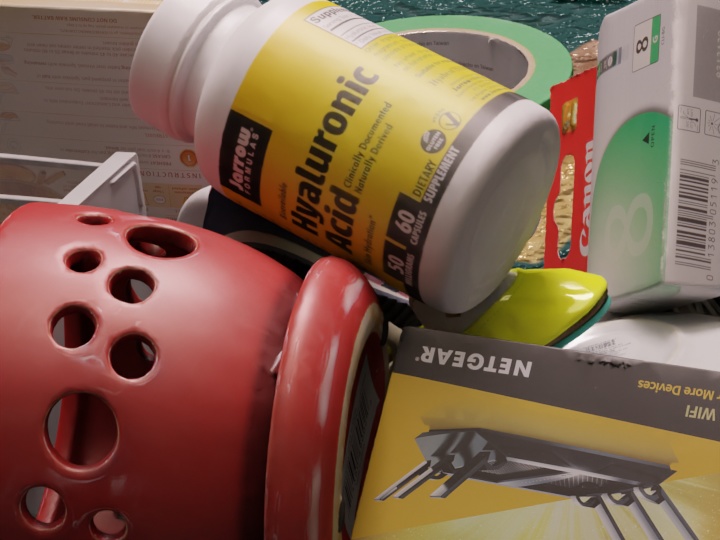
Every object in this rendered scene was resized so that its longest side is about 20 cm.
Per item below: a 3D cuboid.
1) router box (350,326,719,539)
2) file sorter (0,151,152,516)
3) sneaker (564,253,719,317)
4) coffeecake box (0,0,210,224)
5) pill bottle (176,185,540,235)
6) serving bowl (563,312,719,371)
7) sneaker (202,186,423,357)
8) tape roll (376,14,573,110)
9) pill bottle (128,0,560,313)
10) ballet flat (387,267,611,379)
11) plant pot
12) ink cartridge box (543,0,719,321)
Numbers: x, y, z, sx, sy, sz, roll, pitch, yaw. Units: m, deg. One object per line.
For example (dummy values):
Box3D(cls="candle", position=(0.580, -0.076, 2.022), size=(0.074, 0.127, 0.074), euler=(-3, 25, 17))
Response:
Box3D(cls="router box", position=(0.098, 0.119, 1.055), size=(0.199, 0.052, 0.158), euler=(7, 72, 22))
Box3D(cls="file sorter", position=(-0.210, 0.036, 1.266), size=(0.124, 0.139, 0.200), euler=(5, 29, 23))
Box3D(cls="sneaker", position=(0.176, 0.018, 1.306), size=(0.088, 0.074, 0.200), euler=(-37, 22, -10))
Box3D(cls="coffeecake box", position=(-0.147, -0.079, 1.402), size=(0.153, 0.201, 0.073), euler=(4, 29, 16))
Box3D(cls="pill bottle", position=(0.004, -0.022, 1.357), size=(0.199, 0.120, 0.119), euler=(-23, 33, -31))
Box3D(cls="serving bowl", position=(0.127, 0.073, 1.170), size=(0.199, 0.066, 0.200), euler=(-16, 20, 6))
Box3D(cls="sneaker", position=(0.000, 0.000, 1.247), size=(0.070, 0.200, 0.082), euler=(-34, 44, 32))
Box3D(cls="tape roll", position=(0.048, -0.117, 1.605), size=(0.199, 0.048, 0.201), euler=(-4, 27, 2))
Box3D(cls="pill bottle", position=(-0.012, -0.069, 1.147), size=(0.199, 0.112, 0.111), euler=(28, 39, 21))
Box3D(cls="ballet flat", position=(0.033, 0.040, 1.190), size=(0.200, 0.067, 0.067), euler=(-32, 13, 31))
Box3D(cls="plant pot", position=(-0.086, 0.073, 1.112), size=(0.181, 0.201, 0.201), euler=(4, 29, 11))
Box3D(cls="ink cartridge box", position=(0.133, -0.052, 1.266), size=(0.050, 0.162, 0.200), euler=(10, -13, -25))
